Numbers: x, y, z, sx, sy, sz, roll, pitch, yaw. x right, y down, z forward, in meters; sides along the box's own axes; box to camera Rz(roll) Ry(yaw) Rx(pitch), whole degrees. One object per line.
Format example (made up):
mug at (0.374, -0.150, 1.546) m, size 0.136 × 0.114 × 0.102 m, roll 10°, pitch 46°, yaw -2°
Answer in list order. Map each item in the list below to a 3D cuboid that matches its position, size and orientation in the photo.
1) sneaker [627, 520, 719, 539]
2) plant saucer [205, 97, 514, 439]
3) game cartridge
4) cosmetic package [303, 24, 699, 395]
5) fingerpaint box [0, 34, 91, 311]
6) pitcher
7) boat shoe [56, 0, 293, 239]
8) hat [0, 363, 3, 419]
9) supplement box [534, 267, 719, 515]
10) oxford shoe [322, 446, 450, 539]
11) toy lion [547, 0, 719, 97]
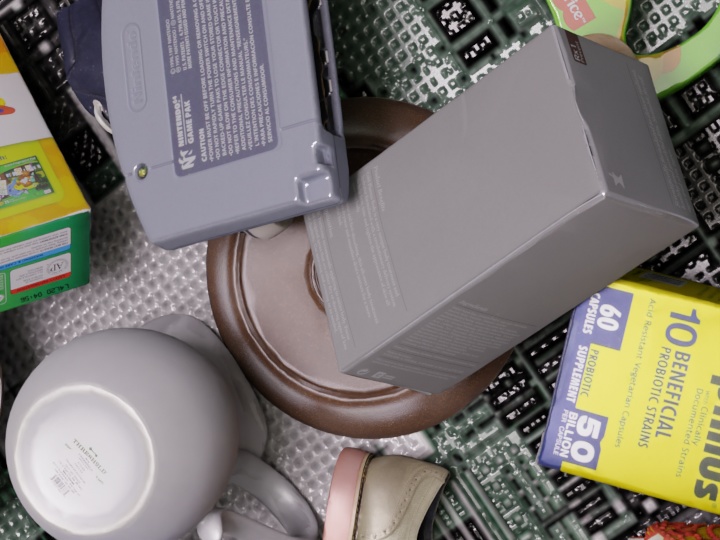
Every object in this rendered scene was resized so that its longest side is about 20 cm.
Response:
sneaker at (0.179, 0.173, 1.138) m, size 0.072 × 0.200 × 0.078 m, roll 4°, pitch 77°, yaw 3°
plant saucer at (0.000, 0.000, 1.260) m, size 0.198 × 0.032 × 0.202 m, roll 1°, pitch 95°, yaw 14°
game cartridge at (-0.079, -0.118, 1.177) m, size 0.132 × 0.041 × 0.202 m, roll -12°, pitch 75°, yaw 22°
cosmetic package at (0.069, -0.027, 1.133) m, size 0.199 × 0.090 × 0.108 m, roll -32°, pitch 58°, yaw 34°
fingerpaint box at (-0.275, -0.043, 1.224) m, size 0.199 × 0.074 × 0.167 m, roll -19°, pitch 56°, yaw -21°
pitcher at (-0.103, 0.107, 1.205) m, size 0.171 × 0.200 × 0.121 m, roll 43°, pitch 102°, yaw 7°
boat shoe at (-0.109, -0.091, 1.251) m, size 0.092 × 0.075 × 0.201 m, roll -29°, pitch 65°, yaw 19°
hat at (-0.272, 0.079, 1.307) m, size 0.199 × 0.081 × 0.203 m, roll 1°, pitch 91°, yaw 33°
supplement box at (0.209, 0.073, 1.170) m, size 0.198 × 0.109 × 0.110 m, roll 14°, pitch 97°, yaw 12°
oxford shoe at (0.015, 0.206, 1.248) m, size 0.073 × 0.071 × 0.202 m, roll 4°, pitch 94°, yaw 11°
toy lion at (0.156, -0.205, 1.191) m, size 0.191 × 0.069 × 0.201 m, roll -29°, pitch 86°, yaw 6°
